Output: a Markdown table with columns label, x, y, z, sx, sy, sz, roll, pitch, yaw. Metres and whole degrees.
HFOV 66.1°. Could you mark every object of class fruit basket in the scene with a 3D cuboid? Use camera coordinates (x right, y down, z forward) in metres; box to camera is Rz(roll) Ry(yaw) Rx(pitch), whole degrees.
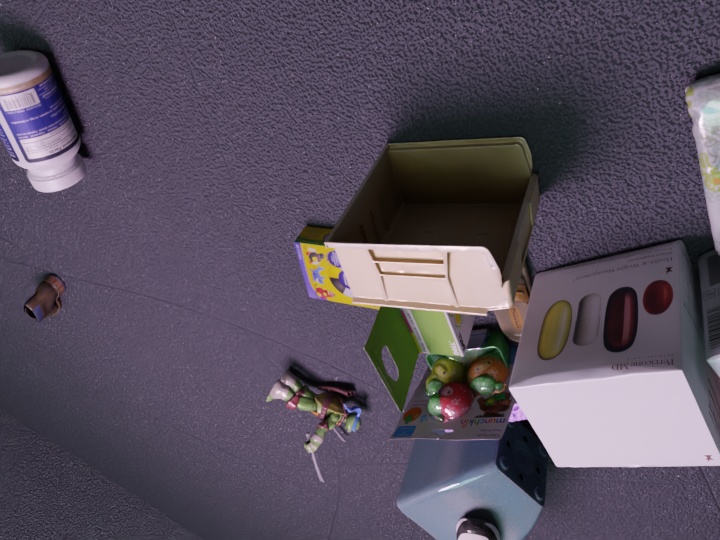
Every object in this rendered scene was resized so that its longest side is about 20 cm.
| label | x | y | z | sx | sy | sz | roll | pitch | yaw |
| --- | --- | --- | --- | --- | --- | --- | --- | --- | --- |
| fruit basket | 0.150 | 0.172 | 0.821 | 0.182 | 0.200 | 0.096 | -13 | 108 | 38 |

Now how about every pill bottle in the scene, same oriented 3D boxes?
| label | x | y | z | sx | sy | sz | roll | pitch | yaw |
| --- | --- | --- | --- | --- | --- | --- | --- | --- | --- |
| pill bottle | -0.536 | -0.241 | 0.911 | 0.112 | 0.117 | 0.204 | 14 | 134 | 18 |

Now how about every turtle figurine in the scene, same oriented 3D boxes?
| label | x | y | z | sx | sy | sz | roll | pitch | yaw |
| --- | --- | --- | --- | --- | --- | --- | --- | --- | --- |
| turtle figurine | -0.105 | 0.310 | 1.141 | 0.191 | 0.145 | 0.202 | 31 | 134 | 6 |

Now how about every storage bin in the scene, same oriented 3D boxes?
| label | x | y | z | sx | sy | sz | roll | pitch | yaw |
| --- | --- | --- | --- | --- | --- | --- | --- | --- | --- |
| storage bin | 0.093 | -0.058 | 0.641 | 0.193 | 0.202 | 0.095 | 3 | 133 | 28 |

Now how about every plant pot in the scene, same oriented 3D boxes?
| label | x | y | z | sx | sy | sz | roll | pitch | yaw |
| --- | --- | --- | --- | --- | --- | --- | --- | --- | --- |
| plant pot | 0.213 | 0.354 | 0.962 | 0.195 | 0.198 | 0.200 | 40 | 132 | -9 |

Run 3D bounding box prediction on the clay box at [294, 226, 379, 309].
| label | x | y | z | sx | sy | sz | roll | pitch | yaw |
| --- | --- | --- | --- | --- | --- | --- | --- | --- | --- |
| clay box | 0.000 | 0.000 | 0.863 | 0.194 | 0.048 | 0.117 | 9 | 132 | 25 |

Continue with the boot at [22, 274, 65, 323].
| label | x | y | z | sx | sy | sz | roll | pitch | yaw |
| --- | --- | --- | --- | --- | --- | --- | --- | --- | --- |
| boot | -0.810 | 0.089 | 1.389 | 0.074 | 0.098 | 0.200 | 39 | 137 | -9 |

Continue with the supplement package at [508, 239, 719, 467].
| label | x | y | z | sx | sy | sz | roll | pitch | yaw |
| --- | --- | --- | --- | --- | --- | --- | --- | --- | --- |
| supplement package | 0.306 | 0.102 | 0.662 | 0.188 | 0.202 | 0.148 | -17 | 120 | 39 |

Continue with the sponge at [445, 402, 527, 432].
| label | x | y | z | sx | sy | sz | roll | pitch | yaw |
| --- | --- | --- | --- | --- | --- | --- | --- | --- | --- |
| sponge | 0.228 | 0.205 | 0.868 | 0.197 | 0.110 | 0.031 | -26 | 88 | 42 |

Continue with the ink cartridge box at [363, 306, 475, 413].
| label | x | y | z | sx | sy | sz | roll | pitch | yaw |
| --- | --- | --- | --- | --- | --- | --- | --- | --- | --- |
| ink cartridge box | 0.091 | 0.071 | 0.751 | 0.074 | 0.203 | 0.150 | -1 | 136 | 30 |

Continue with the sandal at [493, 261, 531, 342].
| label | x | y | z | sx | sy | sz | roll | pitch | yaw |
| --- | --- | --- | --- | --- | --- | --- | --- | --- | --- |
| sandal | 0.199 | 0.033 | 0.770 | 0.079 | 0.054 | 0.203 | -8 | 124 | 35 |

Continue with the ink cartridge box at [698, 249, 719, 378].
| label | x | y | z | sx | sy | sz | roll | pitch | yaw |
| --- | --- | --- | --- | --- | --- | --- | --- | --- | --- |
| ink cartridge box | 0.442 | 0.097 | 0.605 | 0.047 | 0.162 | 0.200 | -28 | 113 | 42 |

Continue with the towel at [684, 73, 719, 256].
| label | x | y | z | sx | sy | sz | roll | pitch | yaw |
| --- | --- | --- | --- | --- | --- | --- | --- | --- | --- |
| towel | 0.416 | -0.106 | 0.520 | 0.167 | 0.049 | 0.203 | -9 | 123 | 35 |

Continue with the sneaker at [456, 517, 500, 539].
| label | x | y | z | sx | sy | sz | roll | pitch | yaw |
| --- | --- | --- | --- | --- | --- | --- | --- | --- | --- |
| sneaker | 0.187 | 0.484 | 0.897 | 0.071 | 0.080 | 0.205 | 4 | 122 | 18 |
